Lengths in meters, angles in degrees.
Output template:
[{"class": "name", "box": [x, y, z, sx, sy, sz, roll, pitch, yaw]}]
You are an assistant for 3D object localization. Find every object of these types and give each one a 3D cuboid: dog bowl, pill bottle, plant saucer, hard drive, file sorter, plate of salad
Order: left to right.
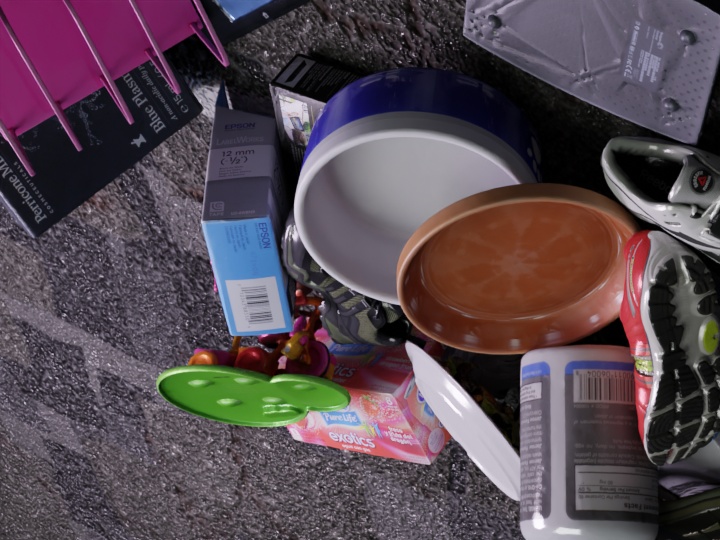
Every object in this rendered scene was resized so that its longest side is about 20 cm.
[{"class": "file sorter", "box": [-0.228, -0.191, 1.336, 0.125, 0.199, 0.139, 50, 169, 54]}, {"class": "dog bowl", "box": [0.049, -0.065, 1.314, 0.198, 0.079, 0.201, 5, 138, 5]}, {"class": "plate of salad", "box": [0.112, 0.136, 1.451, 0.200, 0.048, 0.200, 51, 173, 9]}, {"class": "plant saucer", "box": [0.127, -0.003, 1.281, 0.199, 0.032, 0.201, -2, 141, -2]}, {"class": "pill bottle", "box": [0.187, 0.168, 1.325, 0.113, 0.202, 0.114, 2, 168, 0]}, {"class": "hard drive", "box": [0.169, -0.181, 1.155, 0.199, 0.042, 0.135, 28, 145, 20]}]

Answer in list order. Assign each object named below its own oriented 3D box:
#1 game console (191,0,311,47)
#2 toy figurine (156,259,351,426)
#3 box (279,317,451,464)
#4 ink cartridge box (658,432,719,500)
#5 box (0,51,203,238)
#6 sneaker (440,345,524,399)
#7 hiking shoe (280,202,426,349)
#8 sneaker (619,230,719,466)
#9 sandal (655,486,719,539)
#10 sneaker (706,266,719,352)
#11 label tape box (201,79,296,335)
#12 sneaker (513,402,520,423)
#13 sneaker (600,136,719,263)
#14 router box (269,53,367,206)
[{"class": "game console", "box": [-0.127, -0.280, 1.364, 0.177, 0.031, 0.199, 53, 147, -16]}, {"class": "toy figurine", "box": [-0.088, 0.039, 1.573, 0.199, 0.185, 0.150, -5, 153, 30]}, {"class": "box", "box": [0.008, 0.115, 1.628, 0.199, 0.103, 0.095, 5, 133, 45]}, {"class": "ink cartridge box", "box": [0.317, 0.176, 1.402, 0.200, 0.067, 0.116, 49, 147, -12]}, {"class": "box", "box": [-0.284, -0.172, 1.476, 0.197, 0.200, 0.117, 56, 170, -23]}, {"class": "sneaker", "box": [0.139, 0.062, 1.470, 0.082, 0.075, 0.200, 28, 155, -5]}, {"class": "hiking shoe", "box": [0.000, 0.000, 1.440, 0.100, 0.076, 0.200, 8, 150, 27]}, {"class": "sneaker", "box": [0.238, 0.057, 1.255, 0.085, 0.076, 0.201, -125, 24, -57]}, {"class": "sandal", "box": [0.255, 0.205, 1.391, 0.200, 0.058, 0.080, -19, 146, 37]}, {"class": "sneaker", "box": [0.285, 0.074, 1.299, 0.200, 0.082, 0.070, 47, 148, -8]}, {"class": "label tape box", "box": [-0.096, -0.062, 1.488, 0.066, 0.201, 0.144, -4, 134, 7]}, {"class": "sneaker", "box": [0.195, 0.139, 1.495, 0.090, 0.070, 0.200, 34, 152, 2]}, {"class": "sneaker", "box": [0.259, -0.044, 1.166, 0.199, 0.075, 0.088, 22, 179, 25]}, {"class": "router box", "box": [0.005, -0.083, 1.437, 0.148, 0.051, 0.201, 22, 143, 25]}]
